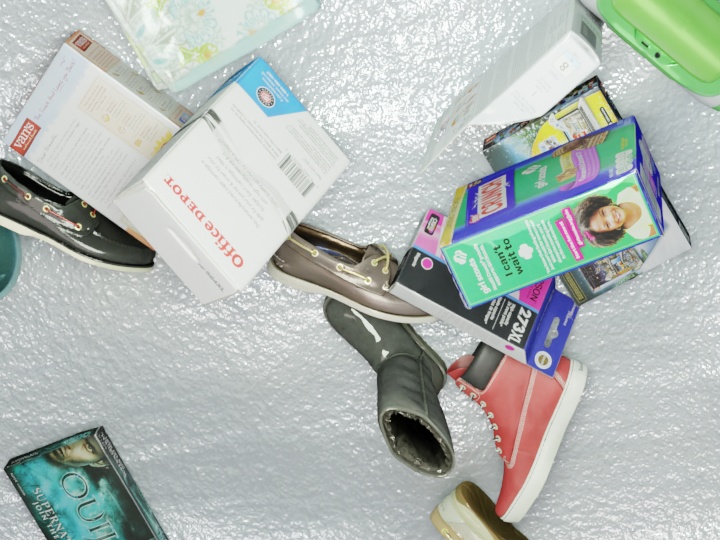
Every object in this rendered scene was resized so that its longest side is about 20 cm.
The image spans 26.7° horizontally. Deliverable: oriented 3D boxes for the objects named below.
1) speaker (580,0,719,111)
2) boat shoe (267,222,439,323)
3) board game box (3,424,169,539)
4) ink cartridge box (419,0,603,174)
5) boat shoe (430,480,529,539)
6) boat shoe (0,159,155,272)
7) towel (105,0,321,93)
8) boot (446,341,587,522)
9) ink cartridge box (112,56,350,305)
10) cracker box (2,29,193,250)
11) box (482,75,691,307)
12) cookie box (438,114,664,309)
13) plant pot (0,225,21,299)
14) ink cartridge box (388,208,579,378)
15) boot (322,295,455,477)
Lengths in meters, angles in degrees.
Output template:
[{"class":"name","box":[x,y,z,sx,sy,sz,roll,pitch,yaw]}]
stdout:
[{"class":"speaker","box":[0.296,-0.240,1.449,0.199,0.089,0.089,38,114,-9]},{"class":"boat shoe","box":[0.000,0.000,1.611,0.197,0.072,0.060,18,118,6]},{"class":"board game box","box":[-0.319,0.291,1.813,0.134,0.028,0.202,-21,109,18]},{"class":"ink cartridge box","box":[0.147,-0.170,1.460,0.047,0.160,0.200,43,114,-11]},{"class":"boat shoe","box":[0.158,0.333,1.741,0.066,0.074,0.201,-36,95,25]},{"class":"boat shoe","box":[-0.309,-0.056,1.628,0.199,0.074,0.064,24,104,-9]},{"class":"towel","box":[-0.161,-0.290,1.515,0.198,0.048,0.172,-26,109,18]},{"class":"boot","box":[0.149,0.170,1.667,0.142,0.073,0.202,18,108,0]},{"class":"ink cartridge box","box":[-0.127,-0.089,1.512,0.146,0.200,0.084,49,148,-14]},{"class":"cracker box","box":[-0.256,-0.136,1.593,0.199,0.058,0.134,36,113,-9]},{"class":"box","box":[0.232,-0.079,1.556,0.136,0.038,0.201,-28,108,19]},{"class":"cookie box","box":[0.185,-0.058,1.458,0.198,0.171,0.076,-22,107,17]},{"class":"plant pot","box":[-0.500,-0.001,1.627,0.195,0.201,0.200,-36,105,29]},{"class":"ink cartridge box","box":[0.136,0.024,1.590,0.198,0.096,0.037,29,156,-7]},{"class":"boot","box":[0.028,0.113,1.584,0.181,0.200,0.073,36,114,-9]}]
